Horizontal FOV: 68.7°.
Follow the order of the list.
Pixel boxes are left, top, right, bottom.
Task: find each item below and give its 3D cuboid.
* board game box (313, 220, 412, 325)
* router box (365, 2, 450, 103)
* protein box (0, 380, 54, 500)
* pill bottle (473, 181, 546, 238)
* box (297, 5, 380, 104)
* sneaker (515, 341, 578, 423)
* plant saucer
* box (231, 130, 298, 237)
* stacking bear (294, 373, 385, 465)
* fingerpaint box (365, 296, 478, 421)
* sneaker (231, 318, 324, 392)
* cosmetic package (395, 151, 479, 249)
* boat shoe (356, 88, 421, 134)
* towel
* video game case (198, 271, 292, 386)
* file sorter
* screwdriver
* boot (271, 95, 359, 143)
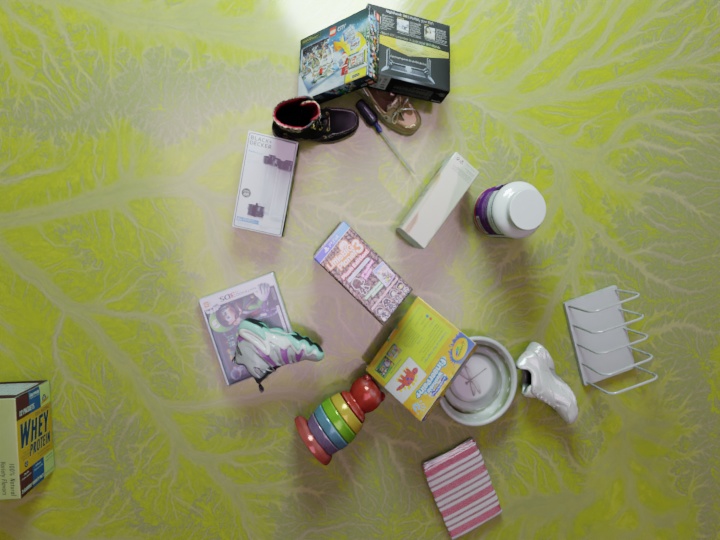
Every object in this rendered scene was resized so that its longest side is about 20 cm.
[{"bbox_3d":[0.000,0.000,1.121,0.199,0.159,0.097,43,90,-6],"label":"board game box"},{"bbox_3d":[0.094,-0.456,1.113,0.193,0.052,0.164,8,75,-16],"label":"router box"},{"bbox_3d":[-0.768,0.347,1.087,0.192,0.135,0.207,-1,94,-4],"label":"protein box"},{"bbox_3d":[0.317,-0.127,1.120,0.108,0.200,0.117,0,95,-5],"label":"pill bottle"},{"bbox_3d":[-0.047,-0.428,1.072,0.037,0.195,0.142,11,79,-49],"label":"box"},{"bbox_3d":[0.421,0.275,1.218,0.098,0.078,0.203,-32,87,-10],"label":"sneaker"},{"bbox_3d":[0.262,0.251,1.217,0.192,0.050,0.209,0,95,-5],"label":"plant saucer"},{"bbox_3d":[-0.205,-0.185,1.138,0.112,0.060,0.208,12,93,-6],"label":"box"},{"bbox_3d":[-0.036,0.319,1.170,0.199,0.114,0.122,-41,97,-6],"label":"stacking bear"},{"bbox_3d":[0.136,0.194,1.160,0.165,0.073,0.203,37,91,21],"label":"fingerpaint box"},{"bbox_3d":[-0.183,0.200,1.142,0.193,0.078,0.145,18,93,4],"label":"sneaker"},{"bbox_3d":[0.164,-0.150,1.154,0.070,0.105,0.202,36,89,-5],"label":"cosmetic package"},{"bbox_3d":[0.054,-0.374,1.147,0.198,0.063,0.074,37,90,-7],"label":"boat shoe"},{"bbox_3d":[0.241,0.518,1.248,0.142,0.030,0.206,-23,98,-3],"label":"towel"},{"bbox_3d":[-0.246,0.131,1.176,0.176,0.023,0.207,-19,96,-3],"label":"video game case"},{"bbox_3d":[0.574,0.160,1.203,0.134,0.125,0.207,-17,96,-3],"label":"file sorter"},{"bbox_3d":[0.055,-0.293,1.169,0.029,0.028,0.203,-37,93,-30],"label":"screwdriver"},{"bbox_3d":[-0.093,-0.313,1.094,0.192,0.151,0.076,-2,95,-5],"label":"boot"}]
